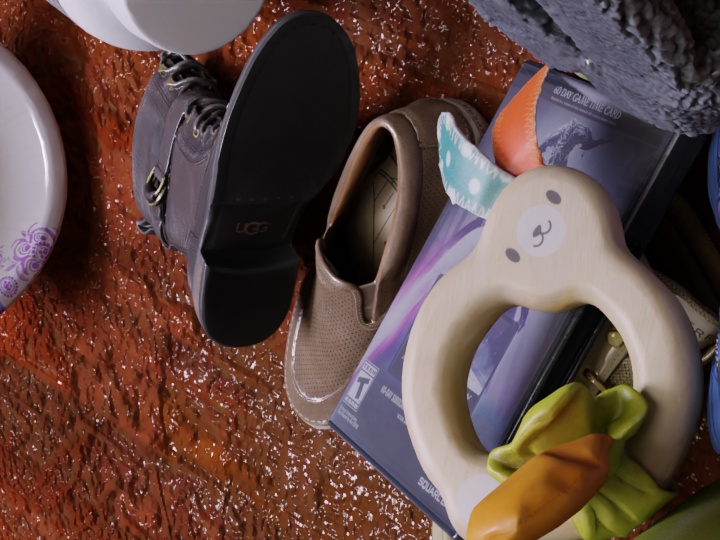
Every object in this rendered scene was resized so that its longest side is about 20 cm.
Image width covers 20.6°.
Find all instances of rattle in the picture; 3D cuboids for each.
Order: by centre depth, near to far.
[{"bbox_3d":[0.052,0.007,0.770,0.130,0.143,0.201,-10,81,40],"label":"rattle"}]

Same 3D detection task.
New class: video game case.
[{"bbox_3d":[0.064,0.009,0.889,0.201,0.019,0.143,-62,29,4],"label":"video game case"}]

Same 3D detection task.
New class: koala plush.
[{"bbox_3d":[0.126,-0.174,0.762,0.200,0.184,0.177,-56,39,-2],"label":"koala plush"}]

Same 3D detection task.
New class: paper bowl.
[{"bbox_3d":[-0.286,-0.054,1.188,0.104,0.200,0.202,-3,93,64],"label":"paper bowl"}]

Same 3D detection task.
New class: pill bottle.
[{"bbox_3d":[-0.124,-0.179,1.038,0.200,0.110,0.111,39,122,55],"label":"pill bottle"}]

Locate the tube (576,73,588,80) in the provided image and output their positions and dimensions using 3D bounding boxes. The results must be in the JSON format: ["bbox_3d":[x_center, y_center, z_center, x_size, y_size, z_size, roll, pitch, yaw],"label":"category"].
[{"bbox_3d":[0.167,-0.140,0.834,0.200,0.052,0.058,-23,118,40],"label":"tube"}]

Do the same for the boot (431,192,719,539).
[{"bbox_3d":[0.104,0.071,0.865,0.155,0.073,0.200,-46,28,35],"label":"boot"}]

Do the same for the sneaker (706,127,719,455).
[{"bbox_3d":[0.174,-0.016,0.774,0.079,0.075,0.201,81,-168,-57],"label":"sneaker"}]

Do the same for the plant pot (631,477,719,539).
[{"bbox_3d":[0.162,0.165,0.772,0.200,0.192,0.201,7,100,45],"label":"plant pot"}]

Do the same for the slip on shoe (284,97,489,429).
[{"bbox_3d":[0.000,0.000,1.006,0.076,0.060,0.200,50,127,28],"label":"slip on shoe"}]

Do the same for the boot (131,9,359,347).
[{"bbox_3d":[-0.077,-0.074,1.048,0.174,0.069,0.201,56,134,51],"label":"boot"}]
